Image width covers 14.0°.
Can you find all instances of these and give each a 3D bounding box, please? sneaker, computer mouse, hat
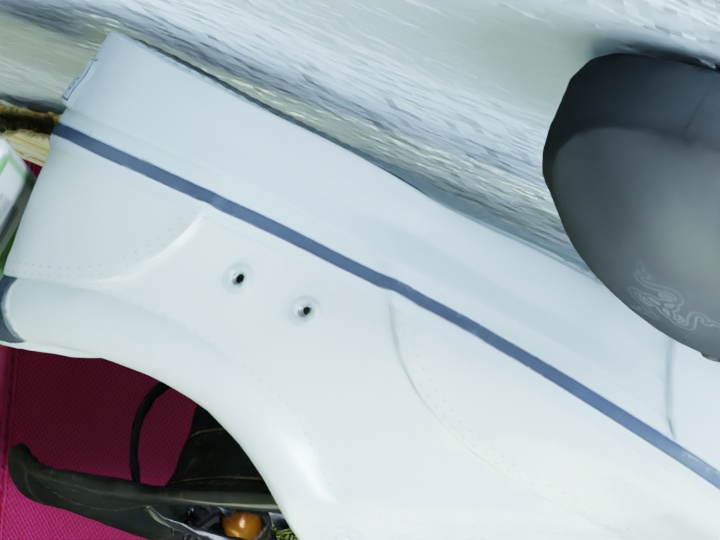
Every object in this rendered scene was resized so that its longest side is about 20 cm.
[{"bbox_3d":[0.023,0.029,0.537,0.200,0.071,0.073,28,-175,18],"label":"sneaker"},{"bbox_3d":[0.073,0.008,0.479,0.059,0.034,0.200,17,174,25],"label":"computer mouse"},{"bbox_3d":[0.014,0.037,0.685,0.200,0.081,0.201,15,170,3],"label":"hat"}]

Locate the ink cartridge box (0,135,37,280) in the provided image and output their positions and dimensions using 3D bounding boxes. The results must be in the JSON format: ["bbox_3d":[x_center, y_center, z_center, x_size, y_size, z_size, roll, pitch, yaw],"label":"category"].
[{"bbox_3d":[-0.159,-0.050,0.557,0.200,0.059,0.104,34,175,1],"label":"ink cartridge box"}]

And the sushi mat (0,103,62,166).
[{"bbox_3d":[0.000,0.000,0.764,0.200,0.012,0.096,24,173,-29],"label":"sushi mat"}]

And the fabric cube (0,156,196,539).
[{"bbox_3d":[-0.109,0.096,0.862,0.196,0.200,0.199,-11,156,34],"label":"fabric cube"}]
